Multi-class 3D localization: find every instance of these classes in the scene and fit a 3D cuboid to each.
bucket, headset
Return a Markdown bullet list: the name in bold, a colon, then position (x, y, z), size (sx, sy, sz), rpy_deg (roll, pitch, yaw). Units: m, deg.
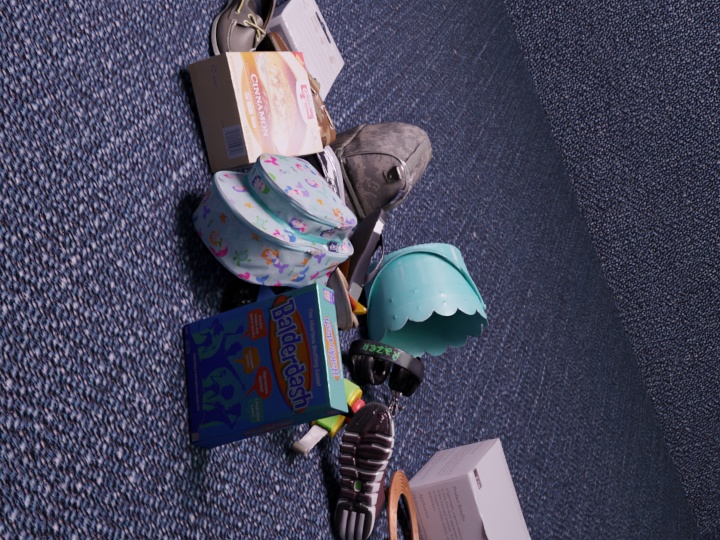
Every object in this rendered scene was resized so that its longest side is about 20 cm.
- **bucket**: position (0.102, 0.053, 1.886), size (0.207, 0.205, 0.136), rpy_deg (28, 42, -58)
- **headset**: position (0.042, 0.171, 1.789), size (0.200, 0.122, 0.095), rpy_deg (63, 45, -66)

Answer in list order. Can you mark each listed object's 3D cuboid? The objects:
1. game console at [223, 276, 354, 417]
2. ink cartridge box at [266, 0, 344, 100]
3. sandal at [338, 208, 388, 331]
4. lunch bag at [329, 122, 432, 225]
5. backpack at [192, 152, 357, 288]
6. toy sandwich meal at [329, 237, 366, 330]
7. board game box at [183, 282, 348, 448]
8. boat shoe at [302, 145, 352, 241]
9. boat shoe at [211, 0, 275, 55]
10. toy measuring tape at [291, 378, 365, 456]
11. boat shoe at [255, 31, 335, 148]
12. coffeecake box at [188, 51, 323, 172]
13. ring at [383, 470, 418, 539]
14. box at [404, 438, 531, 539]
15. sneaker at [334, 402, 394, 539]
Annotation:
- **game console**: position (-0.087, 0.088, 1.537), size (0.201, 0.115, 0.177), rpy_deg (57, 29, -34)
- **ink cartridge box**: position (-0.096, -0.386, 1.929), size (0.201, 0.056, 0.164), rpy_deg (-77, 144, -63)
- **sandal**: position (0.000, 0.000, 1.768), size (0.042, 0.076, 0.202), rpy_deg (23, 84, -23)
- **lunch bag**: position (0.026, -0.171, 1.896), size (0.141, 0.166, 0.200), rpy_deg (66, 25, -15)
- **backpack**: position (-0.116, -0.063, 1.493), size (0.199, 0.151, 0.178), rpy_deg (-1, 43, -47)
- **toy sandwich meal**: position (-0.041, -0.010, 1.665), size (0.206, 0.070, 0.206), rpy_deg (59, -16, 28)
- **board game box**: position (-0.117, 0.116, 1.346), size (0.045, 0.198, 0.154), rpy_deg (29, 48, -58)
- **boat shoe**: position (-0.066, -0.116, 1.784), size (0.068, 0.071, 0.203), rpy_deg (-33, 112, -67)
- **boat shoe**: position (-0.176, -0.377, 1.715), size (0.072, 0.060, 0.203), rpy_deg (57, 28, -33)
- **toy measuring tape**: position (-0.042, 0.202, 1.613), size (0.200, 0.073, 0.074), rpy_deg (-31, 102, -66)
- **boat shoe**: position (-0.101, -0.277, 1.761), size (0.073, 0.075, 0.202), rpy_deg (-18, 83, -40)
- **coffeecake box**: position (-0.147, -0.232, 1.624), size (0.199, 0.072, 0.156), rpy_deg (-20, 98, -59)
- **ring**: position (0.062, 0.412, 1.731), size (0.200, 0.019, 0.203), rpy_deg (-8, 90, -77)
- **box**: position (0.183, 0.417, 1.900), size (0.200, 0.129, 0.201), rpy_deg (-23, 96, -66)
- **sneaker**: position (0.010, 0.290, 1.645), size (0.115, 0.075, 0.203), rpy_deg (17, 86, -77)
